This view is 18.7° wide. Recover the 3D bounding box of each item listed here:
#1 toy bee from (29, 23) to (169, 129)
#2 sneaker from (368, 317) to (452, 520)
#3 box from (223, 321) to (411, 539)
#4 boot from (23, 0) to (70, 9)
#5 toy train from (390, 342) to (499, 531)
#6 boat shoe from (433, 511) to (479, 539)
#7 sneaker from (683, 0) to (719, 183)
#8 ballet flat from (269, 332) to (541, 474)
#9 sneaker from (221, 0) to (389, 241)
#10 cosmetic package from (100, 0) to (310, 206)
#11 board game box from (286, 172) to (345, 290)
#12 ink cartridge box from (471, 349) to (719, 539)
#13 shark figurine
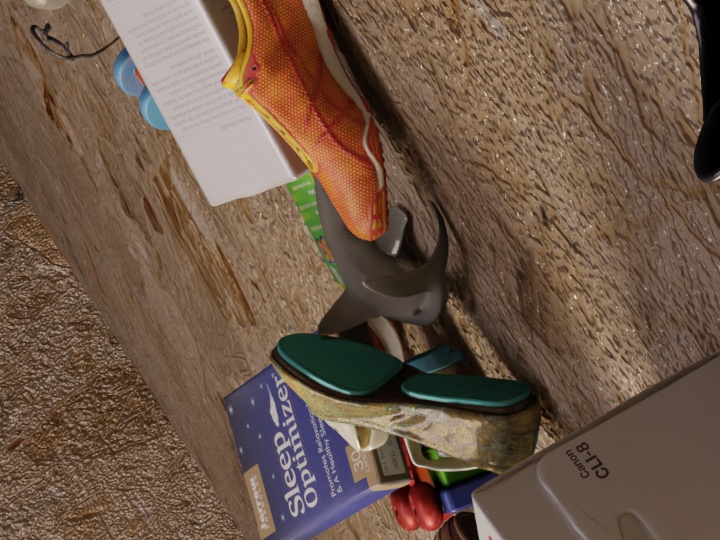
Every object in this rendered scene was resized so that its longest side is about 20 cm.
[{"bbox_3d":[-0.134,-0.160,1.640,0.131,0.109,0.200,47,-171,22],"label":"toy bee"},{"bbox_3d":[0.003,0.132,1.625,0.078,0.116,0.200,-9,120,37],"label":"sneaker"},{"bbox_3d":[-0.041,0.123,1.541,0.200,0.032,0.121,-38,63,53],"label":"box"},{"bbox_3d":[-0.147,-0.224,1.314,0.068,0.200,0.131,15,-155,-37],"label":"boot"},{"bbox_3d":[0.049,0.117,1.547,0.200,0.085,0.116,146,104,-79],"label":"toy train"},{"bbox_3d":[0.128,0.230,1.519,0.072,0.068,0.200,6,-150,-44],"label":"boat shoe"},{"bbox_3d":[0.146,-0.041,0.714,0.200,0.083,0.072,63,169,-14],"label":"sneaker"},{"bbox_3d":[0.025,0.091,1.409,0.200,0.071,0.071,11,139,31],"label":"ballet flat"},{"bbox_3d":[-0.040,-0.106,1.343,0.200,0.077,0.073,64,170,0],"label":"sneaker"},{"bbox_3d":[-0.093,-0.151,1.426,0.101,0.071,0.200,-14,106,52],"label":"cosmetic package"},{"bbox_3d":[-0.035,-0.066,1.572,0.200,0.030,0.096,66,168,-19],"label":"board game box"},{"bbox_3d":[0.155,0.168,1.032,0.145,0.145,0.200,53,167,33],"label":"ink cartridge box"},{"bbox_3d":[0.011,0.015,1.432,0.128,0.089,0.214,63,170,-20],"label":"shark figurine"}]
